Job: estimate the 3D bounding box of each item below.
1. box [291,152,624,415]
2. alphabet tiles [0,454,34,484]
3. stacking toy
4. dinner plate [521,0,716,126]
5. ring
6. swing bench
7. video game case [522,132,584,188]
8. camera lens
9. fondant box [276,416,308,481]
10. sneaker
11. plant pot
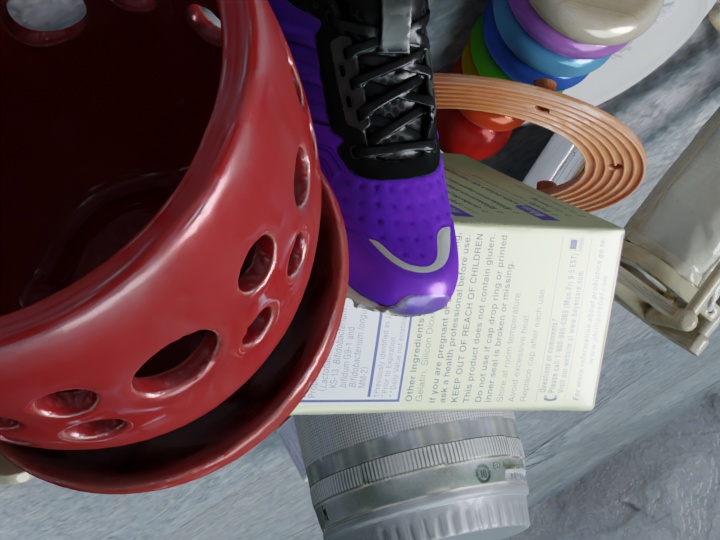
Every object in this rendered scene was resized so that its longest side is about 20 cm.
[{"bbox_3d":[0.000,0.000,0.889,0.199,0.176,0.097,2,105,-26],"label":"box"},{"bbox_3d":[-0.218,0.048,0.779,0.194,0.200,0.015,2,124,12],"label":"alphabet tiles"},{"bbox_3d":[0.094,-0.122,0.994,0.085,0.086,0.200,-22,166,-27],"label":"stacking toy"},{"bbox_3d":[0.162,-0.147,1.123,0.199,0.024,0.200,-29,162,-10],"label":"dinner plate"},{"bbox_3d":[0.065,-0.073,1.002,0.199,0.019,0.201,8,162,3],"label":"ring"},{"bbox_3d":[0.255,-0.055,1.261,0.199,0.130,0.200,-53,160,2],"label":"swing bench"},{"bbox_3d":[0.129,-0.039,1.247,0.143,0.017,0.200,-56,167,6],"label":"video game case"},{"bbox_3d":[0.032,0.106,1.281,0.159,0.201,0.160,-13,166,-3],"label":"camera lens"},{"bbox_3d":[0.036,0.103,1.554,0.144,0.058,0.200,-13,154,-45],"label":"fondant box"},{"bbox_3d":[0.001,-0.080,0.757,0.069,0.201,0.100,-4,149,-29],"label":"sneaker"},{"bbox_3d":[-0.105,-0.026,0.665,0.200,0.201,0.183,-31,151,2],"label":"plant pot"}]
